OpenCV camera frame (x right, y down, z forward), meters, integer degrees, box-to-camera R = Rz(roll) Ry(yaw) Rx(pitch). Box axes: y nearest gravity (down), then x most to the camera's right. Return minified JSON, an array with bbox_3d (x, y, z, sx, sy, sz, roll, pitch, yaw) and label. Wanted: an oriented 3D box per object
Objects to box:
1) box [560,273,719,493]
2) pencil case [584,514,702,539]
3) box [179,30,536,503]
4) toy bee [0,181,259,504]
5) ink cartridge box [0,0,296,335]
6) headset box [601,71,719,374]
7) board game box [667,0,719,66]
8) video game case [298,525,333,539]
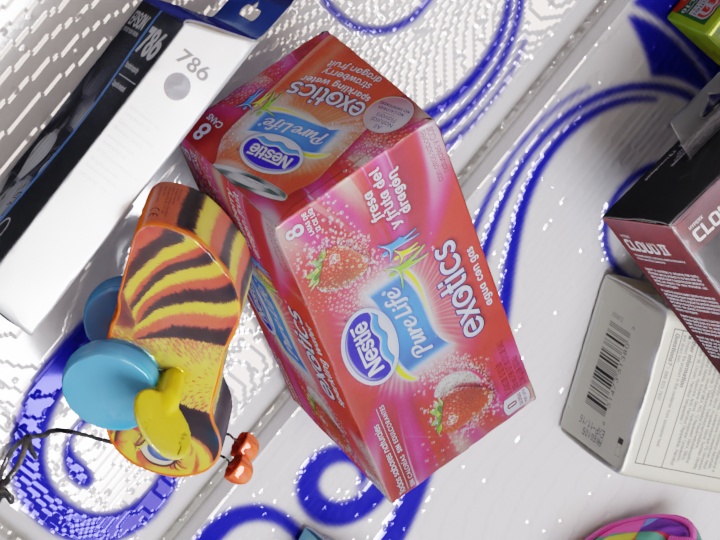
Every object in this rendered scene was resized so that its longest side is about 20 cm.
[{"bbox_3d":[0.218,0.071,1.606,0.199,0.078,0.096,13,100,-25],"label":"box"},{"bbox_3d":[0.170,0.232,1.632,0.088,0.088,0.201,-24,113,-14],"label":"pencil case"},{"bbox_3d":[0.000,0.000,1.452,0.095,0.100,0.201,-34,134,-13],"label":"box"},{"bbox_3d":[-0.088,0.049,1.437,0.108,0.200,0.132,24,58,-10],"label":"toy bee"},{"bbox_3d":[-0.115,-0.067,1.418,0.039,0.099,0.200,40,87,-19],"label":"ink cartridge box"},{"bbox_3d":[0.229,-0.015,1.513,0.149,0.077,0.200,-45,109,-15],"label":"headset box"},{"bbox_3d":[0.266,-0.109,1.589,0.200,0.048,0.102,39,89,-27],"label":"board game box"},{"bbox_3d":[-0.003,0.261,1.591,0.181,0.045,0.201,30,93,-28],"label":"video game case"}]
